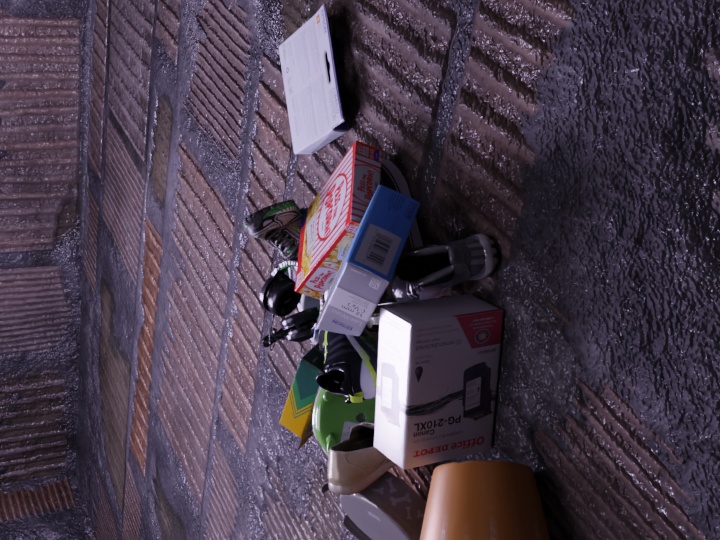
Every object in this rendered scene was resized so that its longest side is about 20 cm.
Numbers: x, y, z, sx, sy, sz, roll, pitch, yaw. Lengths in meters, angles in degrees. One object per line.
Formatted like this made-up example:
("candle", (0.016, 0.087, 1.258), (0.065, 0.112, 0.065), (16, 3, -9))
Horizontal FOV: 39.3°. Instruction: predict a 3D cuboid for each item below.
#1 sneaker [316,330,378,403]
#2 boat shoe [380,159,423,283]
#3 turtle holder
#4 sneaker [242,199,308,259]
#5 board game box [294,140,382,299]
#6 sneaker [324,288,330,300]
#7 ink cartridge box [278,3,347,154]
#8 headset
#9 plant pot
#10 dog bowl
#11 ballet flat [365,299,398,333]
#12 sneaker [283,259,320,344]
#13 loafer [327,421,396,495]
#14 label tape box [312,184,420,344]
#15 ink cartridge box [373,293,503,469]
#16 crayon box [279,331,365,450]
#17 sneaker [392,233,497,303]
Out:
("sneaker", (-0.032, 0.131, 1.446), (0.200, 0.083, 0.072), (34, 141, 59))
("boat shoe", (0.037, -0.073, 1.478), (0.072, 0.068, 0.201), (-43, 57, 57))
("turtle holder", (-0.014, 0.207, 1.559), (0.132, 0.140, 0.186), (162, 90, -79))
("sneaker", (-0.115, -0.060, 1.618), (0.078, 0.200, 0.086), (-22, 77, 24))
("board game box", (-0.033, -0.073, 1.500), (0.200, 0.046, 0.152), (-49, 30, 48))
("sneaker", (0.000, 0.000, 1.547), (0.088, 0.075, 0.201), (5, 90, 55))
("ink cartridge box", (-0.069, -0.312, 1.669), (0.200, 0.040, 0.201), (-18, 79, 62))
("headset", (-0.105, 0.062, 1.644), (0.124, 0.094, 0.200), (53, 130, 17))
("plant pot", (0.152, 0.334, 1.227), (0.200, 0.199, 0.184), (141, 135, -59))
("dog bowl", (0.037, 0.359, 1.476), (0.200, 0.059, 0.200), (32, 151, 20))
("ballet flat", (0.057, 0.076, 1.470), (0.200, 0.068, 0.068), (-7, 90, 63))
("sneaker", (-0.085, 0.039, 1.754), (0.112, 0.073, 0.201), (137, 120, -73))
("loafer", (0.028, 0.241, 1.425), (0.075, 0.200, 0.069), (4, 117, 41))
("label tape box", (0.003, 0.005, 1.342), (0.200, 0.066, 0.144), (114, 178, -52))
("ink cartridge box", (0.100, 0.143, 1.314), (0.084, 0.144, 0.201), (28, 120, 57))
("crayon box", (-0.068, 0.190, 1.668), (0.051, 0.126, 0.200), (32, 132, 15))
("sneaker", (0.077, 0.000, 1.331), (0.200, 0.115, 0.075), (-30, 71, 49))
